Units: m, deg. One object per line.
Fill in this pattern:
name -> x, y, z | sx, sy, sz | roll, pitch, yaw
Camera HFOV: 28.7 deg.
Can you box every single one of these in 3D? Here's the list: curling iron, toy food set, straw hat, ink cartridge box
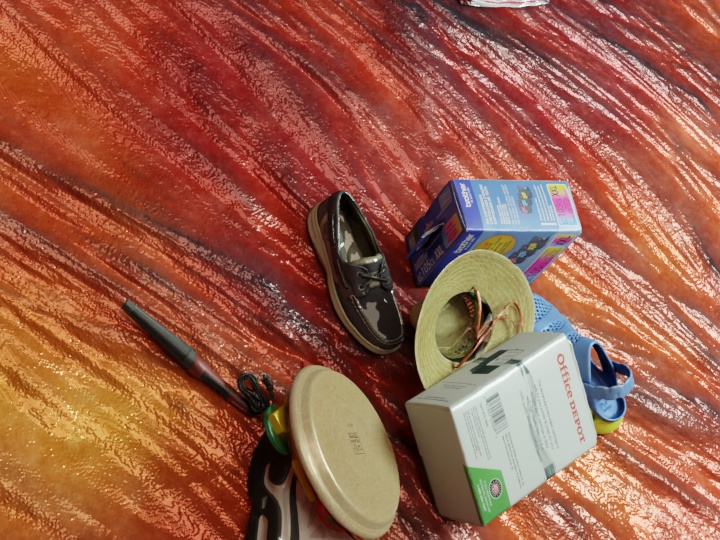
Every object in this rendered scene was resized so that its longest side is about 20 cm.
curling iron -> -0.176, 0.093, 1.534 | 0.199, 0.026, 0.050 | 34, 92, -3
toy food set -> -0.023, 0.190, 1.485 | 0.199, 0.048, 0.200 | 64, 23, 0
straw hat -> 0.108, 0.064, 1.651 | 0.200, 0.085, 0.203 | -12, 109, -39
ink cartridge box -> 0.163, 0.175, 1.599 | 0.199, 0.083, 0.148 | -27, 107, -34
ink cartridge box -> 0.146, -0.044, 1.700 | 0.198, 0.137, 0.077 | 1, 59, -26

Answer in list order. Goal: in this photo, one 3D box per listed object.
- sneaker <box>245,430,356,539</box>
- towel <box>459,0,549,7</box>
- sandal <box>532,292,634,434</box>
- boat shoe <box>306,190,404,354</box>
sneaker -> -0.058, 0.249, 1.504 | 0.115, 0.075, 0.202 | 33, 47, -31
towel -> 0.179, -0.462, 1.996 | 0.145, 0.030, 0.202 | -6, 68, -30
sandal -> 0.265, 0.102, 1.717 | 0.200, 0.087, 0.079 | 46, 56, 4
boat shoe -> 0.000, 0.000, 1.648 | 0.071, 0.065, 0.202 | -13, 73, -33
